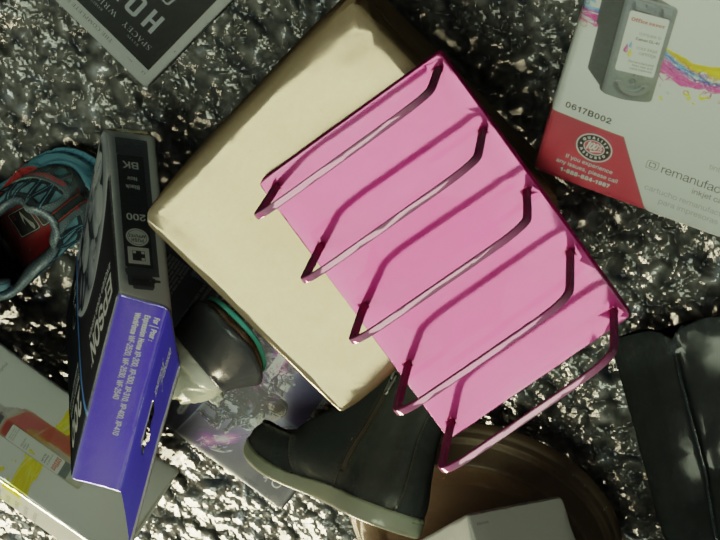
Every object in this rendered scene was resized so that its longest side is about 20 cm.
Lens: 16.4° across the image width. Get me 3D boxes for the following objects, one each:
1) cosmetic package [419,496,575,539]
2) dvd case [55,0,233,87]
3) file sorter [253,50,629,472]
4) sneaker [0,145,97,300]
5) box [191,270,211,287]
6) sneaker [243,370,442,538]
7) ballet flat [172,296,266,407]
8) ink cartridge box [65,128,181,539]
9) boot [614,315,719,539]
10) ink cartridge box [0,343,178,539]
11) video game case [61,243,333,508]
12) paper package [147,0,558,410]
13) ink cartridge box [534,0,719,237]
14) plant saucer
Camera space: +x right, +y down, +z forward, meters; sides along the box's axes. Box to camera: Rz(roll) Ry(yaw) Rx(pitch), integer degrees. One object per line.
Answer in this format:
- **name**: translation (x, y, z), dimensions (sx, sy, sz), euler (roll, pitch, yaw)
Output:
- **cosmetic package**: translation (0.063, 0.234, 1.680), dimensions (0.200, 0.085, 0.108), euler (-35, 68, 53)
- **dvd case**: translation (-0.132, -0.231, 1.625), dimensions (0.150, 0.025, 0.200), euler (44, 124, -7)
- **file sorter**: translation (0.047, -0.002, 1.483), dimensions (0.139, 0.125, 0.200), euler (-35, 98, 12)
- **sneaker**: translation (-0.264, -0.016, 1.761), dimensions (0.200, 0.096, 0.079), euler (-35, 102, 33)
- **box**: translation (0.000, 0.000, 1.700), dimensions (0.200, 0.040, 0.137), euler (33, 126, 0)
- **sneaker**: translation (-0.002, 0.110, 1.715), dimensions (0.075, 0.106, 0.200), euler (23, 177, -35)
- **ballet flat**: translation (-0.103, 0.061, 1.666), dimensions (0.073, 0.200, 0.073), euler (0, 87, -5)
- **ink cartridge box**: translation (-0.161, 0.046, 1.657), dimensions (0.043, 0.200, 0.198), euler (2, 138, -15)
- **boot**: translation (0.194, 0.138, 1.645), dimensions (0.164, 0.066, 0.201), euler (-12, 91, 16)
- **ink cartridge box**: translation (-0.237, 0.126, 1.802), dimensions (0.200, 0.083, 0.145), euler (36, 167, -2)
- **video game case**: translation (-0.102, 0.068, 1.795), dimensions (0.200, 0.019, 0.143), euler (35, 126, -2)
- **paper package**: translation (-0.002, -0.048, 1.594), dimensions (0.191, 0.103, 0.200), euler (45, 103, -3)
- **ink cartridge box**: translation (0.204, -0.135, 1.513), dimensions (0.147, 0.086, 0.200), euler (21, 126, 9)
- **plant saucer**: translation (0.084, 0.187, 1.763), dimensions (0.199, 0.030, 0.200), euler (10, 132, 11)
